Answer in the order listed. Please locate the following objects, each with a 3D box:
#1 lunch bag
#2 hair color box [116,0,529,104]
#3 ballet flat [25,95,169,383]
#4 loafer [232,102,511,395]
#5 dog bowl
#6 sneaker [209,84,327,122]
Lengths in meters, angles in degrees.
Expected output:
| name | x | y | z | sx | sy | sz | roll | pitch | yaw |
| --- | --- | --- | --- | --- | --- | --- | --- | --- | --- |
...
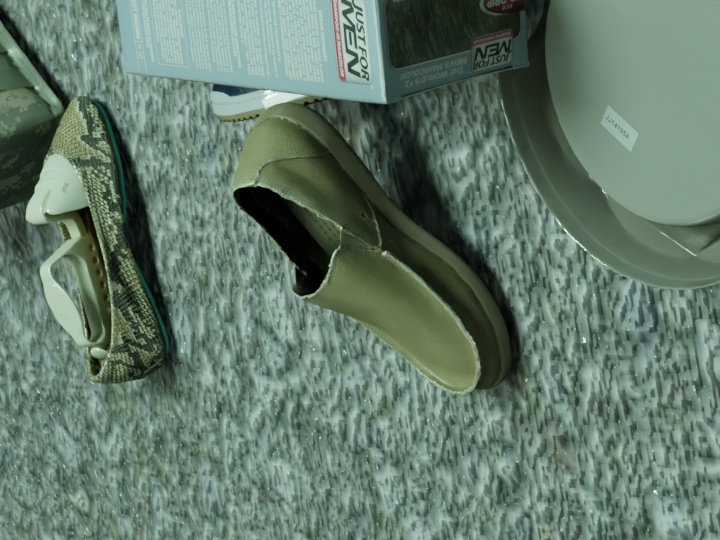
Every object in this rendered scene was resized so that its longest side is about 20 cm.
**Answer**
| name | x | y | z | sx | sy | sz | roll | pitch | yaw |
| --- | --- | --- | --- | --- | --- | --- | --- | --- | --- |
| lunch bag | -0.333 | -0.131 | 1.468 | 0.200 | 0.164 | 0.118 | 52 | 146 | 24 |
| hair color box | -0.023 | -0.127 | 1.007 | 0.200 | 0.099 | 0.061 | 12 | 114 | 46 |
| ballet flat | -0.189 | -0.017 | 1.403 | 0.068 | 0.075 | 0.201 | -7 | 99 | 55 |
| loafer | 0.000 | 0.000 | 1.125 | 0.200 | 0.067 | 0.076 | 46 | 146 | -3 |
| dog bowl | 0.149 | -0.094 | 0.937 | 0.200 | 0.058 | 0.201 | 26 | 124 | 46 |
| sneaker | -0.024 | -0.151 | 1.131 | 0.200 | 0.070 | 0.109 | -12 | 98 | 49 |
